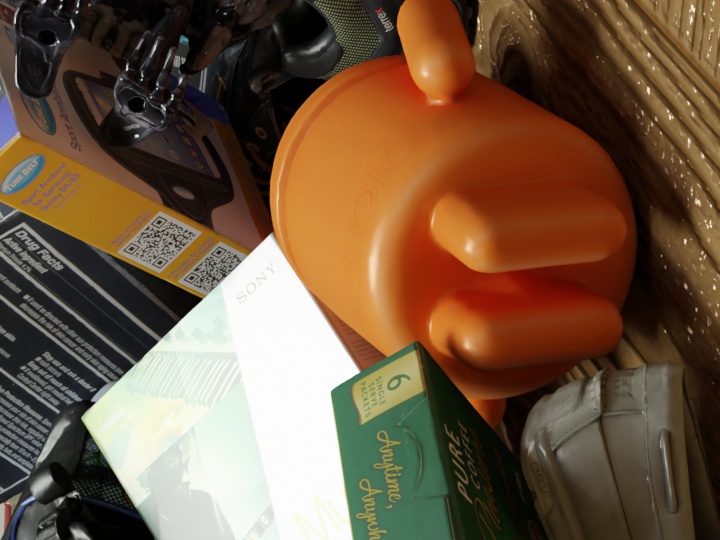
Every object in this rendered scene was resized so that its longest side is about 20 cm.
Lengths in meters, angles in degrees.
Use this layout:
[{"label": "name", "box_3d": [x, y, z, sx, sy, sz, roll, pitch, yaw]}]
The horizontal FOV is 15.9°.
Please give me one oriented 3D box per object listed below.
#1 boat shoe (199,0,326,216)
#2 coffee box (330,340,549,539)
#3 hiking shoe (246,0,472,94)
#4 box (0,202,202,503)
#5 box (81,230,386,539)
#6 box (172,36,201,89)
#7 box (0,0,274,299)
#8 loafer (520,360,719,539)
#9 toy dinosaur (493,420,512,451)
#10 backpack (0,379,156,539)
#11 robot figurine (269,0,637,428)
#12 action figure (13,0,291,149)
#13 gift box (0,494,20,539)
[{"label": "boat shoe", "box_3d": [-0.044, -0.063, 1.280, 0.091, 0.071, 0.200, -131, 37, -58]}, {"label": "coffee box", "box_3d": [0.062, 0.131, 0.944, 0.200, 0.044, 0.123, 50, -162, -35]}, {"label": "hiking shoe", "box_3d": [-0.003, -0.155, 1.058, 0.076, 0.101, 0.200, -125, 28, -46]}, {"label": "box", "box_3d": [-0.200, 0.013, 1.262, 0.200, 0.198, 0.123, 46, -162, -54]}, {"label": "box", "box_3d": [-0.021, 0.102, 1.105, 0.144, 0.036, 0.200, -43, 71, 31]}, {"label": "box", "box_3d": [-0.060, -0.031, 1.390, 0.082, 0.049, 0.200, -153, 53, -67]}, {"label": "box", "box_3d": [-0.123, -0.063, 1.157, 0.041, 0.200, 0.119, -40, 49, 19]}, {"label": "loafer", "box_3d": [0.123, 0.127, 0.915, 0.200, 0.070, 0.070, 65, -161, -11]}, {"label": "toy dinosaur", "box_3d": [0.062, 0.105, 1.103, 0.200, 0.058, 0.101, -127, 32, -52]}, {"label": "backpack", "box_3d": [-0.084, 0.159, 1.251, 0.154, 0.190, 0.200, -72, 7, -48]}, {"label": "robot figurine", "box_3d": [0.034, -0.022, 1.014, 0.144, 0.117, 0.200, 49, 174, -27]}, {"label": "action figure", "box_3d": [-0.092, -0.133, 1.151, 0.102, 0.119, 0.200, -50, 12, 25]}, {"label": "gift box", "box_3d": [-0.188, 0.109, 1.646, 0.185, 0.187, 0.200, 98, 152, -45]}]
